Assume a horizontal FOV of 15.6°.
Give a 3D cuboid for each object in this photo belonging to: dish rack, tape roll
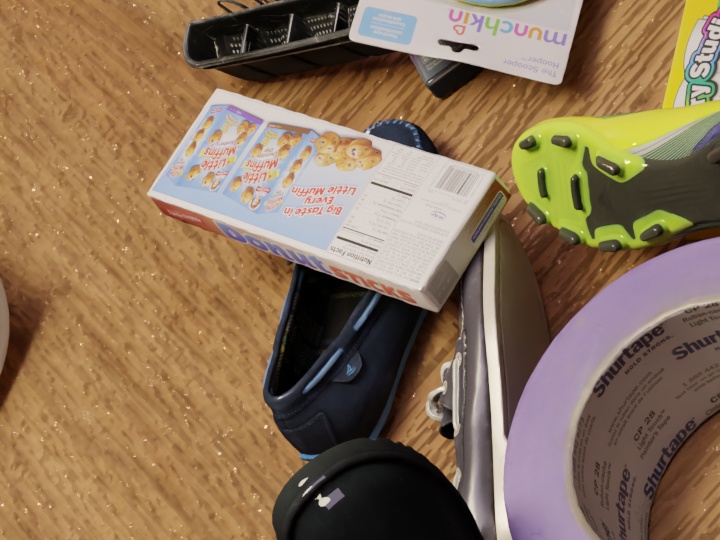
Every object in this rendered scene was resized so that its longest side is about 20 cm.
[{"bbox_3d":[-0.017,-0.205,1.490,0.153,0.054,0.201,-7,65,43],"label":"dish rack"},{"bbox_3d":[0.169,0.090,1.167,0.200,0.085,0.200,-19,51,24],"label":"tape roll"}]

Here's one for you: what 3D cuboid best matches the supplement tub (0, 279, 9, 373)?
[{"bbox_3d":[-0.312,0.025,1.505,0.200,0.144,0.145,11,67,39],"label":"supplement tub"}]

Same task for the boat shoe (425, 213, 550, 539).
[{"bbox_3d":[0.054,0.063,1.274,0.063,0.073,0.201,-15,58,23],"label":"boat shoe"}]

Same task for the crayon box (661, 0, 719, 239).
[{"bbox_3d":[0.242,-0.117,1.273,0.172,0.058,0.201,-2,61,36],"label":"crayon box"}]

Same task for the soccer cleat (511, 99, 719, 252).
[{"bbox_3d":[0.156,-0.050,1.223,0.084,0.065,0.200,-28,17,-39],"label":"soccer cleat"}]

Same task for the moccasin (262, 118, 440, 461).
[{"bbox_3d":[0.000,0.000,1.354,0.080,0.068,0.200,-11,52,31],"label":"moccasin"}]

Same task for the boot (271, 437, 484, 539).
[{"bbox_3d":[0.059,0.173,1.112,0.076,0.200,0.168,-40,43,-2],"label":"boot"}]

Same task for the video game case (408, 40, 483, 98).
[{"bbox_3d":[0.063,-0.203,1.484,0.143,0.019,0.200,-36,48,10],"label":"video game case"}]

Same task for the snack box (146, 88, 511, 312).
[{"bbox_3d":[-0.020,-0.039,1.332,0.200,0.024,0.072,19,71,41],"label":"snack box"}]

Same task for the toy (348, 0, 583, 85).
[{"bbox_3d":[0.073,-0.203,1.400,0.115,0.047,0.200,12,60,7],"label":"toy"}]
